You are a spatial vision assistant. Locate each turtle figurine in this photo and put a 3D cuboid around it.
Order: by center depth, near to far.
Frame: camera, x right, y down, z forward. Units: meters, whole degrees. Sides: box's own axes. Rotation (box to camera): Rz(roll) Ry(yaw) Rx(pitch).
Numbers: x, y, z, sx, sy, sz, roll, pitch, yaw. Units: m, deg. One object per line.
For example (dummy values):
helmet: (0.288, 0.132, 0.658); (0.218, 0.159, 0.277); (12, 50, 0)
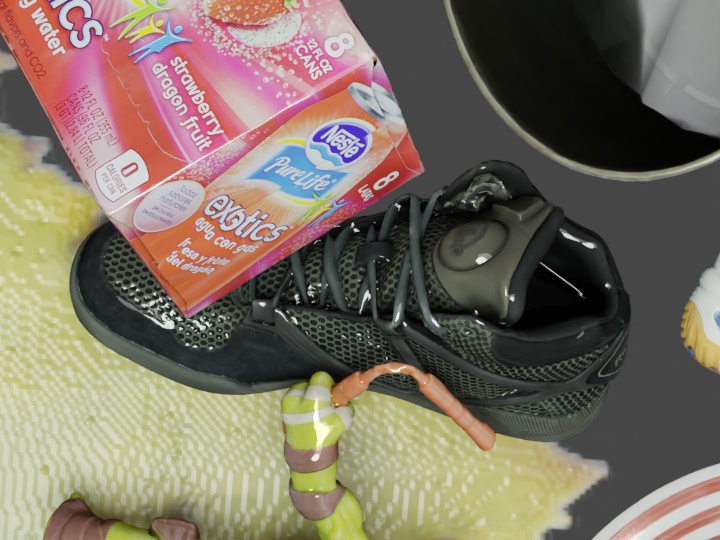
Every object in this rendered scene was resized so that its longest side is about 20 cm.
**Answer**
turtle figurine: (-0.025, 0.126, 0.860); (0.161, 0.064, 0.200); (-4, 124, 13)

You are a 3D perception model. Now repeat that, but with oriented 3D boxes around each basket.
basket: (0.121, -0.107, 0.789); (0.136, 0.200, 0.181); (8, 88, 22)

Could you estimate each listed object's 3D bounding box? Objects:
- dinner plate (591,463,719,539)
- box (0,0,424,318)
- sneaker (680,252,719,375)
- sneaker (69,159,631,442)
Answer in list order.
dinner plate: (0.143, 0.160, 0.848); (0.200, 0.024, 0.201); (-17, 55, 26)
box: (-0.072, -0.100, 0.812); (0.100, 0.096, 0.200); (-31, 66, 0)
sneaker: (0.219, 0.036, 0.873); (0.200, 0.075, 0.088); (28, 91, -3)
sneaker: (0.000, 0.000, 0.840); (0.199, 0.114, 0.076); (13, 61, -2)
